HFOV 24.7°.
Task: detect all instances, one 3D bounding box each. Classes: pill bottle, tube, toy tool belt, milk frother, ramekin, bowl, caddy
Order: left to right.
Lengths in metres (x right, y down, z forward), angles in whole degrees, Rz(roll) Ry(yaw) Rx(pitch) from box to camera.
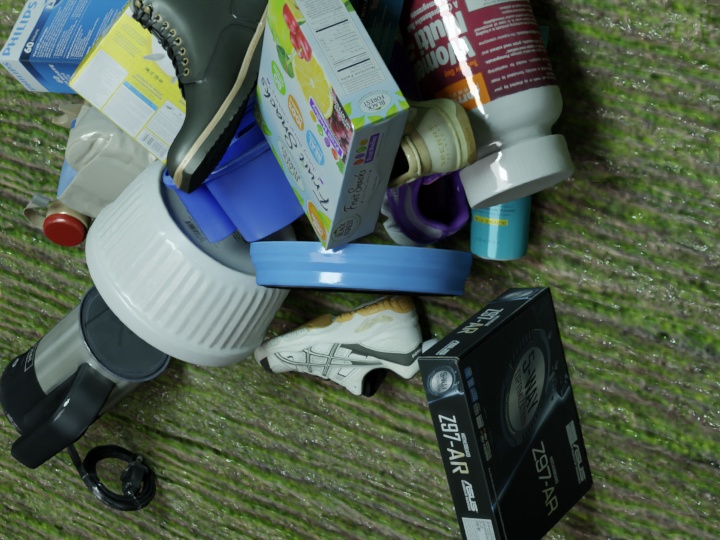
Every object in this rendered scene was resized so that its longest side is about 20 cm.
[{"bbox_3d":[-0.257,-0.121,1.666,0.124,0.124,0.200,24,141,-20],"label":"toy tool belt"},{"bbox_3d":[-0.268,0.145,1.790,0.198,0.182,0.188,24,140,-29],"label":"milk frother"},{"bbox_3d":[-0.151,-0.019,1.568,0.200,0.200,0.105,47,122,9],"label":"ramekin"},{"bbox_3d":[-0.085,-0.112,1.471,0.141,0.200,0.106,0,124,52],"label":"caddy"},{"bbox_3d":[0.000,0.000,1.453,0.199,0.200,0.040,1,87,36],"label":"bowl"},{"bbox_3d":[0.100,-0.160,1.333,0.109,0.109,0.202,-23,82,41],"label":"pill bottle"},{"bbox_3d":[0.123,-0.112,1.413,0.077,0.050,0.203,8,108,24],"label":"tube"}]

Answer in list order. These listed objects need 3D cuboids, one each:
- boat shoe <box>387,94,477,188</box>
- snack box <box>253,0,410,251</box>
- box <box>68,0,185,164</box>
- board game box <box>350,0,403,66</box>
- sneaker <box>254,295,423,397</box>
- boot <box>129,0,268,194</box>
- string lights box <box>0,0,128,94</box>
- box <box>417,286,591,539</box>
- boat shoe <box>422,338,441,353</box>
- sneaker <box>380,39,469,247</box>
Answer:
[{"bbox_3d":[0.023,-0.100,1.328,0.200,0.063,0.074,13,123,64],"label":"boat shoe"},{"bbox_3d":[-0.027,-0.124,1.285,0.143,0.052,0.200,63,162,19],"label":"snack box"},{"bbox_3d":[-0.156,-0.209,1.464,0.117,0.048,0.200,39,109,-11],"label":"box"},{"bbox_3d":[-0.011,-0.276,1.354,0.201,0.046,0.152,-115,31,-50],"label":"board game box"},{"bbox_3d":[-0.022,0.086,1.591,0.199,0.075,0.089,-17,97,42],"label":"sneaker"},{"bbox_3d":[-0.152,-0.173,1.375,0.137,0.201,0.078,27,149,-3],"label":"boot"},{"bbox_3d":[-0.248,-0.227,1.591,0.198,0.104,0.059,8,156,35],"label":"string lights box"},{"bbox_3d":[0.130,0.137,1.446,0.043,0.160,0.202,-2,109,38],"label":"box"},{"bbox_3d":[0.111,0.155,1.543,0.066,0.074,0.202,-14,102,10],"label":"boat shoe"},{"bbox_3d":[0.046,-0.111,1.428,0.088,0.080,0.202,23,135,66],"label":"sneaker"}]
